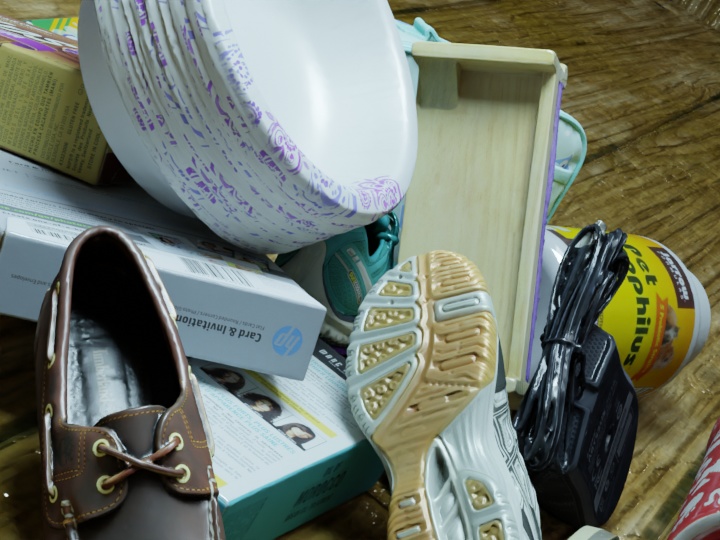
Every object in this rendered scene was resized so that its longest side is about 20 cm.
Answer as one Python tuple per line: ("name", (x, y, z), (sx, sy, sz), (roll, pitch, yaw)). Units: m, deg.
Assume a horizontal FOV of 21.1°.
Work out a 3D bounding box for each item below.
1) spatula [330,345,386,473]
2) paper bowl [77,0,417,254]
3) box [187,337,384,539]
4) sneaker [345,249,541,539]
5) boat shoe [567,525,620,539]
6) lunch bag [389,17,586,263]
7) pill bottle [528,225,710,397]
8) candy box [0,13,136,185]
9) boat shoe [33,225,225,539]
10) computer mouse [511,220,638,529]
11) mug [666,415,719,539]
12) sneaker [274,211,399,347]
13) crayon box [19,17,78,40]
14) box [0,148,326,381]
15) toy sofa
("spatula", (-0.005, 0.071, 1.040), (0.057, 0.021, 0.200), (17, 24, -48))
("paper bowl", (-0.063, -0.105, 0.966), (0.201, 0.104, 0.201), (40, 40, -45))
("box", (-0.054, 0.081, 0.905), (0.082, 0.049, 0.200), (37, 20, 17))
("sneaker", (0.043, 0.089, 0.923), (0.088, 0.076, 0.200), (55, 27, -55))
("boat shoe", (0.100, 0.170, 0.842), (0.068, 0.075, 0.200), (17, 24, 20))
("lunch bag", (0.038, -0.073, 1.245), (0.200, 0.160, 0.077), (19, 22, -33))
("pill bottle", (0.143, 0.028, 1.231), (0.109, 0.109, 0.200), (43, 23, 30))
("candy box", (-0.184, -0.102, 1.064), (0.200, 0.056, 0.117), (23, 12, 25))
("boat shoe", (-0.094, 0.073, 0.760), (0.070, 0.070, 0.200), (-7, 53, -18))
("computer mouse", (0.109, 0.072, 1.036), (0.053, 0.139, 0.200), (13, -25, 20))
("mug", (0.254, 0.142, 1.056), (0.177, 0.133, 0.200), (-9, 10, 24))
("sneaker", (0.000, 0.000, 1.110), (0.077, 0.080, 0.200), (29, 5, 11))
("crayon box", (-0.142, -0.108, 1.227), (0.126, 0.052, 0.200), (36, 20, 13))
("box", (-0.121, -0.010, 0.946), (0.156, 0.041, 0.200), (14, 12, -23))
("toy sofa", (0.066, -0.025, 1.093), (0.083, 0.200, 0.098), (5, -7, 14))
